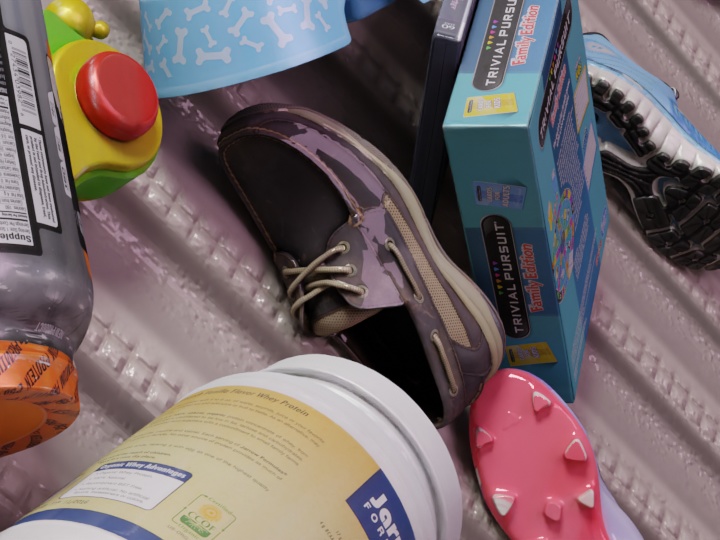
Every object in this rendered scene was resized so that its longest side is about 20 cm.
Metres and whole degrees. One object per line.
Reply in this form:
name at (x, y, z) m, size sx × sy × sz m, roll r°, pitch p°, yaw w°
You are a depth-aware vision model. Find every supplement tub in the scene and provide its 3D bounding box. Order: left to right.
supplement tub at (-0.174, -0.030, 0.784) m, size 0.122 × 0.122 × 0.202 m, roll 8°, pitch 62°, yaw -46°
supplement tub at (-0.056, 0.129, 0.804) m, size 0.145 × 0.144 × 0.200 m, roll 58°, pitch 38°, yaw -4°

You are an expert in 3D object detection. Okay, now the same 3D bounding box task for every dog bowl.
dog bowl at (-0.037, -0.141, 1.008) m, size 0.200 × 0.111 × 0.050 m, roll -35°, pitch 113°, yaw -52°

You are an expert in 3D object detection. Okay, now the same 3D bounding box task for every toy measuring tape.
toy measuring tape at (-0.122, -0.034, 0.892) m, size 0.073 × 0.073 × 0.201 m, roll 19°, pitch 55°, yaw -41°

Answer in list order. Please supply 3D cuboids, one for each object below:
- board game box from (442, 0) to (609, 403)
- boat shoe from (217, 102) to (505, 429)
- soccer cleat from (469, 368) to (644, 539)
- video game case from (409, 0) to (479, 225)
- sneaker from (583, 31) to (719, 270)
board game box at (0.095, -0.051, 1.087) m, size 0.152 × 0.047 × 0.201 m, roll -73°, pitch 156°, yaw -44°
boat shoe at (0.000, 0.000, 1.005) m, size 0.200 × 0.074 × 0.074 m, roll 46°, pitch 40°, yaw -18°
soccer cleat at (0.121, 0.143, 1.079) m, size 0.201 × 0.066 × 0.076 m, roll 57°, pitch 6°, yaw 2°
video game case at (0.059, -0.139, 1.121) m, size 0.019 × 0.143 × 0.201 m, roll 13°, pitch 47°, yaw 5°
sneaker at (0.201, -0.084, 1.287) m, size 0.200 × 0.078 × 0.090 m, roll 43°, pitch 38°, yaw -23°
